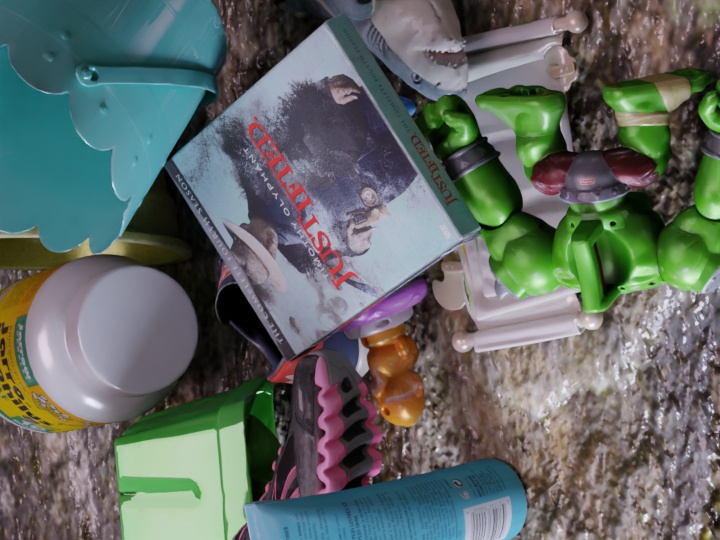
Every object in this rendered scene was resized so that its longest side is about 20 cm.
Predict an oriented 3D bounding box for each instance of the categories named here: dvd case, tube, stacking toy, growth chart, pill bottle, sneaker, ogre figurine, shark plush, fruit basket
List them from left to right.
[{"bbox_3d":[-0.182,0.049,1.895,0.200,0.112,0.113,-14,87,65],"label":"pill bottle"},{"bbox_3d":[-0.067,-0.011,1.804,0.200,0.084,0.075,57,134,26],"label":"sneaker"},{"bbox_3d":[-0.049,0.174,1.807,0.215,0.156,0.217,1,97,6],"label":"fruit basket"},{"bbox_3d":[-0.038,0.148,1.702,0.095,0.079,0.201,-2,87,26],"label":"sneaker"},{"bbox_3d":[-0.026,-0.044,1.636,0.146,0.022,0.200,58,143,2],"label":"dvd case"},{"bbox_3d":[-0.006,-0.150,1.714,0.200,0.091,0.084,9,120,46],"label":"shark plush"},{"bbox_3d":[0.000,0.000,1.729,0.116,0.110,0.201,-15,97,50],"label":"stacking toy"},{"bbox_3d":[0.014,0.154,1.650,0.050,0.200,0.078,-18,86,46],"label":"tube"},{"bbox_3d":[0.087,-0.049,1.668,0.144,0.018,0.201,1,98,50],"label":"growth chart"},{"bbox_3d":[0.130,-0.044,1.550,0.199,0.098,0.120,-6,101,6],"label":"ogre figurine"}]

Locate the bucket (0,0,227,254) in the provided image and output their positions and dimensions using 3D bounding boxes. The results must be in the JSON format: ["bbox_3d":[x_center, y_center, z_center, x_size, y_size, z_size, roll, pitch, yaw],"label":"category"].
[{"bbox_3d":[-0.185,-0.122,1.660,0.207,0.135,0.207,28,153,15],"label":"bucket"}]

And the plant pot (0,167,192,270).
[{"bbox_3d":[-0.211,-0.101,1.895,0.200,0.200,0.185,-6,81,50],"label":"plant pot"}]
